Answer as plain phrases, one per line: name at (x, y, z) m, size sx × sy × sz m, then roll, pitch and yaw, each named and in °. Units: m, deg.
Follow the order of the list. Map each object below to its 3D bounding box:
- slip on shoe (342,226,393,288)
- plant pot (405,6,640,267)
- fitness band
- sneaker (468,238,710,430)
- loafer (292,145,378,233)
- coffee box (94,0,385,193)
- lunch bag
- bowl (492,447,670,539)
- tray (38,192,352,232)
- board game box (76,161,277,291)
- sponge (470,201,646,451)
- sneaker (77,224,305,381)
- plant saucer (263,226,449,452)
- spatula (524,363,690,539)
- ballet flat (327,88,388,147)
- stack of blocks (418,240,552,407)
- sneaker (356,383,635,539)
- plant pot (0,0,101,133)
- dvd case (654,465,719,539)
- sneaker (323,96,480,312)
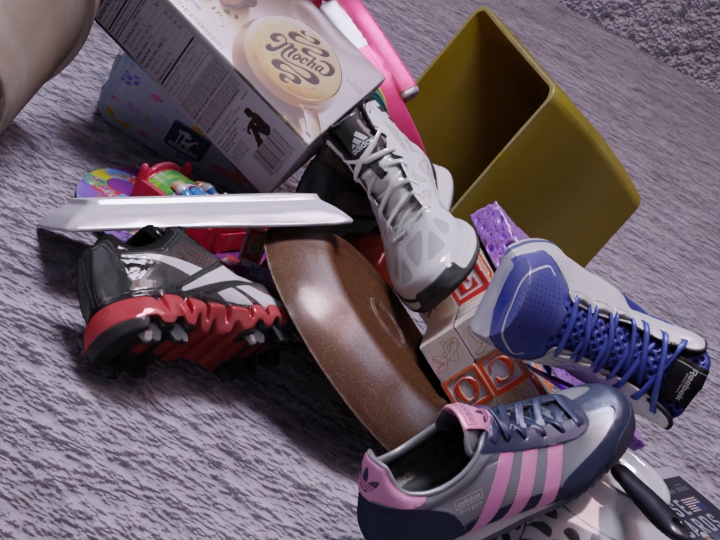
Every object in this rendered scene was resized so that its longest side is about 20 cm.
slip on shoe at (0.000, 0.000, 1.446) m, size 0.074 × 0.061 × 0.200 m, roll 34°, pitch 20°, yaw 1°
plant pot at (0.140, -0.087, 1.702) m, size 0.176 × 0.200 × 0.200 m, roll 33°, pitch 15°, yaw -30°
fitness band at (0.000, -0.164, 1.594) m, size 0.201 × 0.037 × 0.144 m, roll 58°, pitch -15°, yaw 13°
sneaker at (0.171, 0.046, 1.231) m, size 0.115 × 0.081 × 0.199 m, roll 26°, pitch 1°, yaw 39°
loafer at (0.019, -0.070, 1.470) m, size 0.072 × 0.063 × 0.199 m, roll 27°, pitch 19°, yaw 27°
coffee box at (-0.095, -0.172, 1.405) m, size 0.200 × 0.080 × 0.113 m, roll 46°, pitch 49°, yaw 1°
lunch bag at (-0.125, -0.148, 1.528) m, size 0.169 × 0.128 × 0.200 m, roll 30°, pitch 9°, yaw -11°
bowl at (0.143, 0.163, 1.209) m, size 0.200 × 0.095 × 0.201 m, roll 28°, pitch 18°, yaw -10°
tray at (-0.114, -0.041, 1.255) m, size 0.198 × 0.022 × 0.107 m, roll -2°, pitch 3°, yaw -21°
board game box at (-0.112, -0.049, 1.374) m, size 0.199 × 0.039 × 0.158 m, roll 18°, pitch 21°, yaw -11°
sponge at (0.152, 0.046, 1.418) m, size 0.201 × 0.030 × 0.112 m, roll 64°, pitch 11°, yaw 27°
sneaker at (-0.107, 0.017, 1.190) m, size 0.200 × 0.071 × 0.098 m, roll 6°, pitch 54°, yaw -51°
plant saucer at (0.007, 0.045, 1.263) m, size 0.201 × 0.037 × 0.201 m, roll 52°, pitch 11°, yaw -15°
spatula at (0.164, 0.115, 1.179) m, size 0.056 × 0.021 × 0.200 m, roll 24°, pitch 21°, yaw -30°
ballet flat at (-0.008, -0.100, 1.549) m, size 0.067 × 0.067 × 0.201 m, roll 51°, pitch -15°, yaw 38°
stack of blocks at (0.088, 0.048, 1.357) m, size 0.116 × 0.058 × 0.200 m, roll 58°, pitch 10°, yaw -4°
sneaker at (0.086, 0.108, 1.116) m, size 0.199 × 0.083 × 0.070 m, roll -28°, pitch 40°, yaw -23°
plant pot at (-0.286, -0.172, 1.275) m, size 0.199 × 0.200 × 0.174 m, roll 25°, pitch 36°, yaw -19°
dvd case at (0.269, 0.222, 1.365) m, size 0.200 × 0.025 × 0.150 m, roll 42°, pitch 21°, yaw 26°
sneaker at (0.017, -0.053, 1.332) m, size 0.115 × 0.076 × 0.201 m, roll 43°, pitch 16°, yaw -24°
